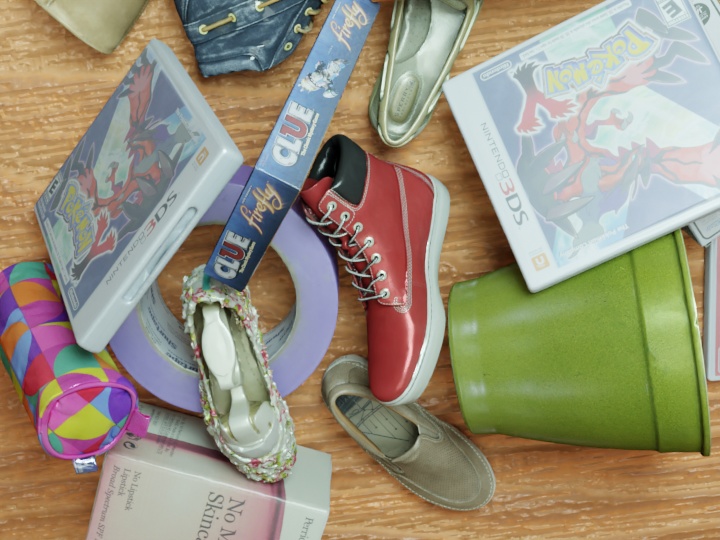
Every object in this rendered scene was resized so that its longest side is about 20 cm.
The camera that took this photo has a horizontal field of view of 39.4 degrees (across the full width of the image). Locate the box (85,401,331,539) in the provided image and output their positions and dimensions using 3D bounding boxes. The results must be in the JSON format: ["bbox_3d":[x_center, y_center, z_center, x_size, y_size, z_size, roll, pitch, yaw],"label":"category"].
[{"bbox_3d":[-0.136,0.219,0.907,0.198,0.109,0.129,16,105,-5],"label":"box"}]

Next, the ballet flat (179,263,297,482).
[{"bbox_3d":[-0.102,0.094,0.808,0.075,0.064,0.202,-17,106,3],"label":"ballet flat"}]

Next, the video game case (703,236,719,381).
[{"bbox_3d":[0.410,0.023,0.907,0.198,0.017,0.145,-5,106,0],"label":"video game case"}]

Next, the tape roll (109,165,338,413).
[{"bbox_3d":[-0.117,0.014,0.861,0.198,0.085,0.202,-1,107,-2],"label":"tape roll"}]

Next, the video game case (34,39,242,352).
[{"bbox_3d":[-0.181,-0.065,0.778,0.023,0.200,0.183,29,106,-39],"label":"video game case"}]

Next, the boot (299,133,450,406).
[{"bbox_3d":[0.000,0.000,0.800,0.144,0.072,0.202,20,67,-42],"label":"boot"}]

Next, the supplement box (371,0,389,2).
[{"bbox_3d":[0.104,-0.245,0.758,0.198,0.066,0.070,-12,100,-22],"label":"supplement box"}]

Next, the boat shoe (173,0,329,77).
[{"bbox_3d":[-0.049,-0.221,0.807,0.198,0.071,0.092,-14,114,6],"label":"boat shoe"}]

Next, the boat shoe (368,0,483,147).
[{"bbox_3d":[0.057,-0.199,0.812,0.073,0.063,0.202,21,105,-7],"label":"boat shoe"}]

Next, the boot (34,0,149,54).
[{"bbox_3d":[-0.206,-0.300,0.778,0.175,0.066,0.200,40,103,-11],"label":"boot"}]

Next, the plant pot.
[{"bbox_3d":[0.176,0.061,0.837,0.191,0.201,0.202,-8,107,13],"label":"plant pot"}]

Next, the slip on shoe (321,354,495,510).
[{"bbox_3d":[0.045,0.158,0.917,0.076,0.061,0.200,-43,103,11],"label":"slip on shoe"}]

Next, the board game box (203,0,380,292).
[{"bbox_3d":[-0.050,-0.100,0.748,0.034,0.201,0.136,26,142,-8],"label":"board game box"}]

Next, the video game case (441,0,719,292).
[{"bbox_3d":[0.185,-0.106,0.769,0.199,0.023,0.184,-25,78,11],"label":"video game case"}]

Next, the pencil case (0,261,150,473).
[{"bbox_3d":[-0.247,0.072,0.822,0.088,0.200,0.089,-19,131,-24],"label":"pencil case"}]

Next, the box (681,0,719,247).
[{"bbox_3d":[0.273,-0.135,0.836,0.116,0.060,0.201,-36,103,9],"label":"box"}]
